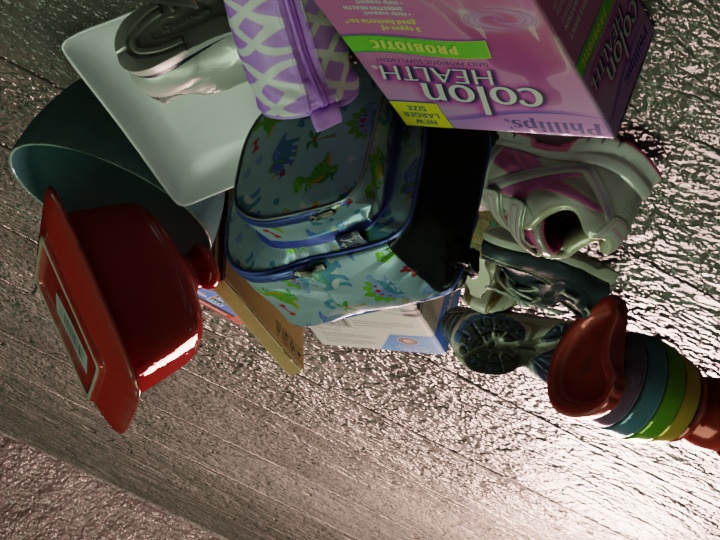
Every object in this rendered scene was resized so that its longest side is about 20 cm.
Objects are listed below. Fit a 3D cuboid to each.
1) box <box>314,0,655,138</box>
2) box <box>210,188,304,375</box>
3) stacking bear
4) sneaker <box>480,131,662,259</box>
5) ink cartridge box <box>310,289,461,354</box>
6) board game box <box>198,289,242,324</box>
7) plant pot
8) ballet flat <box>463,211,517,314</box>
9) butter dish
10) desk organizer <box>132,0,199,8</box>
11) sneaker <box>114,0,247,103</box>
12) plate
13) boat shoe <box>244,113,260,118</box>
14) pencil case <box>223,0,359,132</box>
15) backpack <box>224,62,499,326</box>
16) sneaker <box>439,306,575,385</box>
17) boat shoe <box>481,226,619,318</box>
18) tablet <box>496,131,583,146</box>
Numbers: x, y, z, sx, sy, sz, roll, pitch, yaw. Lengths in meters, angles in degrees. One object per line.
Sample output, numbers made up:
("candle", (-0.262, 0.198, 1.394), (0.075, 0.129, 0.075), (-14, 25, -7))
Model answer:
("box", (0.077, -0.187, 1.115), (0.175, 0.097, 0.200), (7, 155, 34))
("box", (-0.100, -0.012, 1.632), (0.021, 0.164, 0.200), (-12, 148, 16))
("stacking bear", (0.295, 0.122, 1.622), (0.200, 0.122, 0.114), (22, 148, -24))
("sneaker", (0.140, -0.058, 1.333), (0.200, 0.088, 0.081), (3, 151, 43))
("ink cartridge box", (0.000, 0.000, 1.640), (0.146, 0.085, 0.200), (5, 152, 24))
("board game box", (-0.124, 0.014, 1.766), (0.103, 0.020, 0.200), (-22, 161, 13))
("plant pot", (-0.204, -0.116, 1.513), (0.200, 0.135, 0.200), (19, 159, 8))
("ballet flat", (0.122, 0.004, 1.567), (0.070, 0.071, 0.200), (18, 159, 13))
("butter dish", (-0.196, 0.020, 1.465), (0.200, 0.147, 0.199), (64, 160, 10))
("desk organizer", (-0.204, -0.260, 1.251), (0.199, 0.077, 0.072), (11, 156, 28))
("sneaker", (-0.085, -0.184, 1.255), (0.199, 0.077, 0.081), (-15, 150, 11))
("plate", (-0.109, -0.158, 1.338), (0.199, 0.032, 0.200), (-20, 133, 16))
("boat shoe", (-0.086, -0.143, 1.425), (0.070, 0.066, 0.200), (20, 158, 6))
("pencil case", (-0.058, -0.202, 1.140), (0.085, 0.084, 0.200), (37, 150, 56))
("backpack", (-0.016, -0.062, 1.291), (0.200, 0.183, 0.147), (-19, 135, 36))
("sneaker", (0.167, 0.069, 1.666), (0.200, 0.077, 0.085), (16, -170, -31))
("boat shoe", (0.160, 0.005, 1.445), (0.075, 0.062, 0.200), (30, -171, 29))
("tablet", (0.141, -0.098, 1.380), (0.130, 0.014, 0.200), (11, 155, 29))
